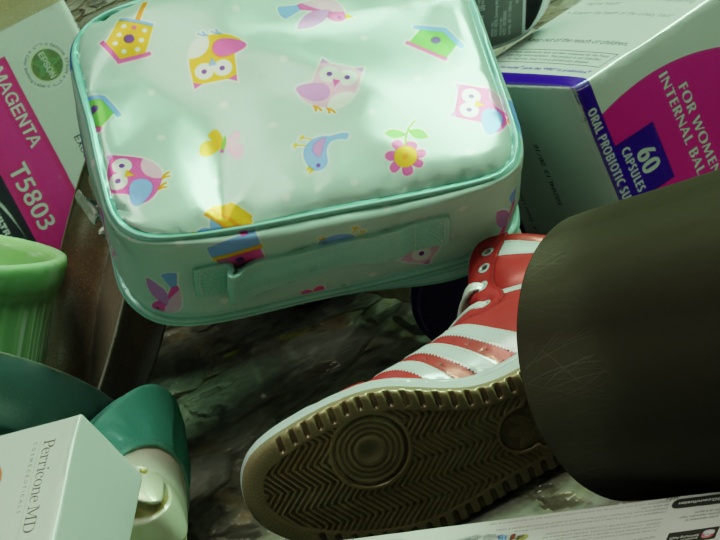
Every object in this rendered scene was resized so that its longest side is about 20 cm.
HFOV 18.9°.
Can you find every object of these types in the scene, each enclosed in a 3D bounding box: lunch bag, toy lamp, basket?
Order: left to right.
[{"bbox_3d":[-0.032,-0.056,0.983,0.200,0.077,0.161,-12,56,-8],"label":"lunch bag"},{"bbox_3d":[0.000,0.000,1.104,0.058,0.058,0.200,-34,25,-22],"label":"toy lamp"},{"bbox_3d":[0.165,0.016,0.762,0.200,0.136,0.180,-13,-4,42],"label":"basket"}]

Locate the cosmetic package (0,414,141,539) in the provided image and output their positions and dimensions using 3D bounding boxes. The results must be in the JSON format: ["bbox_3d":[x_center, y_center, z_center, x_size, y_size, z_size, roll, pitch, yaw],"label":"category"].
[{"bbox_3d":[-0.171,0.161,0.817,0.151,0.052,0.200,-14,46,23],"label":"cosmetic package"}]

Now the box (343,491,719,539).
[{"bbox_3d":[0.041,0.132,0.761,0.200,0.035,0.110,-12,25,33],"label":"box"}]

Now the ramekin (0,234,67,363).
[{"bbox_3d":[-0.259,0.031,1.144,0.200,0.098,0.200,6,6,-1],"label":"ramekin"}]

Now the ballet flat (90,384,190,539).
[{"bbox_3d":[-0.113,0.125,0.922,0.070,0.067,0.200,-1,36,38],"label":"ballet flat"}]

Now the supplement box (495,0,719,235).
[{"bbox_3d":[0.167,-0.098,1.080,0.200,0.101,0.103,-35,22,-23],"label":"supplement box"}]

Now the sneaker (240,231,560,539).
[{"bbox_3d":[0.038,0.047,0.920,0.200,0.071,0.112,-20,24,-7],"label":"sneaker"}]

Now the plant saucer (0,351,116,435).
[{"bbox_3d":[-0.206,0.079,1.009,0.200,0.200,0.027,-13,61,31],"label":"plant saucer"}]

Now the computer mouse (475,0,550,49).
[{"bbox_3d":[-0.005,-0.136,1.065,0.200,0.110,0.044,-7,39,-10],"label":"computer mouse"}]

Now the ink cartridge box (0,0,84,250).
[{"bbox_3d":[-0.216,-0.061,1.283,0.165,0.200,0.075,-29,12,-7],"label":"ink cartridge box"}]

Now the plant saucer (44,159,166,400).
[{"bbox_3d":[-0.126,0.005,1.109,0.032,0.201,0.200,13,13,-17],"label":"plant saucer"}]
